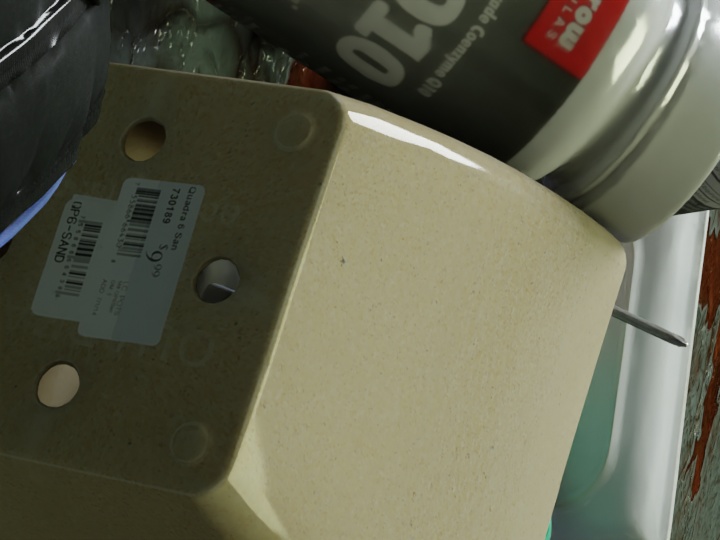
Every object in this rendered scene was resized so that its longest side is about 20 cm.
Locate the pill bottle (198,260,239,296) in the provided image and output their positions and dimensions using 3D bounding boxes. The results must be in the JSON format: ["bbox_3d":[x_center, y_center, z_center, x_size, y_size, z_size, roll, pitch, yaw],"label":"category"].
[{"bbox_3d":[0.000,0.000,1.123,0.200,0.112,0.113,-17,118,-71],"label":"pill bottle"}]

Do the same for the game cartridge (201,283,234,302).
[{"bbox_3d":[-0.048,0.113,0.953,0.200,0.133,0.040,-62,146,-12],"label":"game cartridge"}]

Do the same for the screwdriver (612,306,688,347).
[{"bbox_3d":[0.069,-0.005,1.213,0.028,0.200,0.029,-59,144,-8],"label":"screwdriver"}]

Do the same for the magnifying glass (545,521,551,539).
[{"bbox_3d":[0.070,0.045,1.228,0.200,0.022,0.080,-94,166,-45],"label":"magnifying glass"}]

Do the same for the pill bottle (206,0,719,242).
[{"bbox_3d":[0.040,-0.102,0.922,0.114,0.200,0.114,-53,-166,20],"label":"pill bottle"}]

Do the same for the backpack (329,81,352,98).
[{"bbox_3d":[0.040,-0.176,1.107,0.200,0.154,0.163,-42,138,-35],"label":"backpack"}]

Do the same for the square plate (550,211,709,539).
[{"bbox_3d":[0.079,0.052,1.289,0.028,0.198,0.200,26,66,-44],"label":"square plate"}]

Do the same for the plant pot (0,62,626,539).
[{"bbox_3d":[-0.051,0.030,0.869,0.177,0.200,0.200,47,57,-57],"label":"plant pot"}]

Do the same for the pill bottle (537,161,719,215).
[{"bbox_3d":[0.151,-0.084,1.138,0.116,0.200,0.117,17,69,-52],"label":"pill bottle"}]

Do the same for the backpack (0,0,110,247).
[{"bbox_3d":[-0.143,-0.072,0.524,0.200,0.147,0.183,-40,139,-59],"label":"backpack"}]
